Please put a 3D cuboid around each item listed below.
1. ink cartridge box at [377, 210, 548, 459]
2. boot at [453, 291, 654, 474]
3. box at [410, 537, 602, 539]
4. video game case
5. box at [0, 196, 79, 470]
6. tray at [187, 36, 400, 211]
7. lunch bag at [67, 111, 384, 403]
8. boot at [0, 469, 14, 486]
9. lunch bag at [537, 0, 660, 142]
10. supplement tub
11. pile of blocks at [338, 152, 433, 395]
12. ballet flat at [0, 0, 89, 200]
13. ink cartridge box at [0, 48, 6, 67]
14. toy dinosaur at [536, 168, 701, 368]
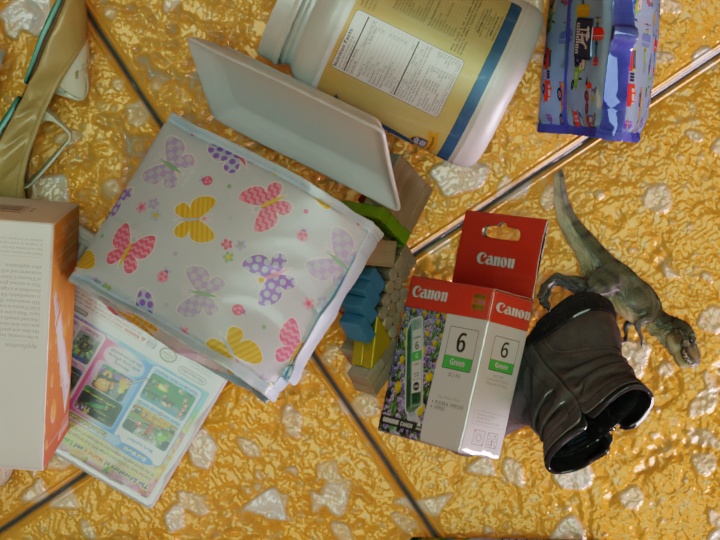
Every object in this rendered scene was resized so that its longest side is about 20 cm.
[{"bbox_3d":[0.084,0.047,1.460,0.050,0.109,0.201,14,87,-38],"label":"ink cartridge box"},{"bbox_3d":[0.143,0.118,1.444,0.070,0.132,0.200,27,122,-29],"label":"boot"},{"bbox_3d":[0.141,0.290,1.527,0.199,0.048,0.118,1,95,3],"label":"box"},{"bbox_3d":[-0.220,0.078,1.523,0.200,0.024,0.182,31,95,-3],"label":"video game case"},{"bbox_3d":[-0.290,0.048,1.441,0.097,0.124,0.201,5,100,-1],"label":"box"},{"bbox_3d":[-0.049,-0.124,1.433,0.200,0.108,0.022,28,65,25],"label":"tray"},{"bbox_3d":[-0.102,-0.003,1.432,0.200,0.127,0.170,26,81,24],"label":"lunch bag"},{"bbox_3d":[-0.399,0.164,1.465,0.199,0.155,0.073,12,102,0],"label":"boot"},{"bbox_3d":[0.201,-0.179,1.405,0.094,0.200,0.151,5,95,0],"label":"lunch bag"},{"bbox_3d":[0.032,-0.187,1.435,0.200,0.145,0.145,26,95,-1],"label":"supplement tub"},{"bbox_3d":[0.000,0.000,1.487,0.062,0.082,0.201,10,91,39],"label":"pile of blocks"},{"bbox_3d":[-0.263,-0.143,1.488,0.063,0.069,0.200,27,104,-10],"label":"ballet flat"},{"bbox_3d":[-0.389,-0.136,1.441,0.128,0.125,0.201,22,95,15],"label":"ink cartridge box"},{"bbox_3d":[0.201,0.019,1.504,0.088,0.047,0.200,-40,91,0],"label":"toy dinosaur"}]
